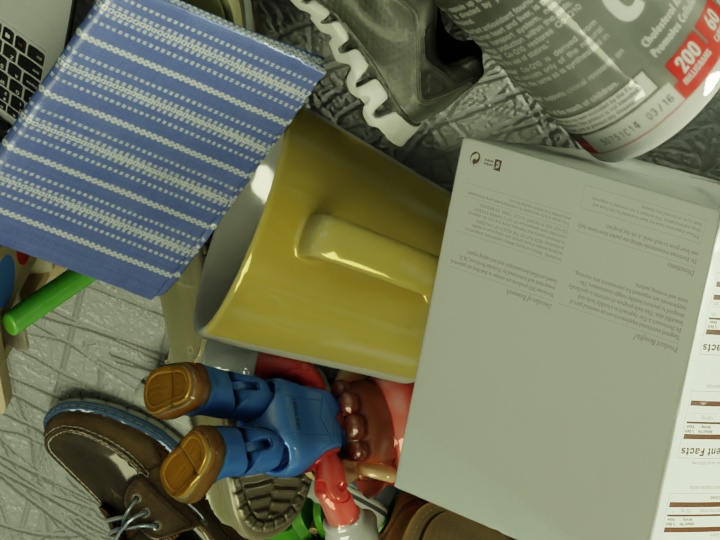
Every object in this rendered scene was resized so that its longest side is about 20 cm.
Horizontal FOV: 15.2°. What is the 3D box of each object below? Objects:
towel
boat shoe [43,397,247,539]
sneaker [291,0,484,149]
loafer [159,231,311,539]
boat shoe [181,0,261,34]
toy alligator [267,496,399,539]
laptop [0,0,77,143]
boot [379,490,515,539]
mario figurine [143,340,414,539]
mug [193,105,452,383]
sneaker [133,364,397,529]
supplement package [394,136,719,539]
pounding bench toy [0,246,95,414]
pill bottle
[{"bbox_3d":[-0.128,-0.073,1.537,0.144,0.024,0.200,20,125,-29],"label":"towel"},{"bbox_3d":[-0.138,0.163,1.853,0.199,0.073,0.072,34,133,-13],"label":"boat shoe"},{"bbox_3d":[0.003,-0.168,1.505,0.090,0.067,0.201,-26,112,20],"label":"sneaker"},{"bbox_3d":[-0.081,0.071,1.701,0.075,0.202,0.068,-2,170,-37],"label":"loafer"},{"bbox_3d":[-0.086,-0.118,1.577,0.074,0.069,0.201,16,139,5],"label":"boat shoe"},{"bbox_3d":[0.021,0.174,1.814,0.198,0.059,0.055,4,133,17],"label":"toy alligator"},{"bbox_3d":[-0.281,-0.115,1.578,0.187,0.116,0.201,35,137,17],"label":"laptop"},{"bbox_3d":[0.032,0.194,1.676,0.076,0.201,0.156,26,127,-11],"label":"boot"},{"bbox_3d":[-0.045,0.108,1.632,0.199,0.124,0.106,7,-175,-41],"label":"mario figurine"},{"bbox_3d":[-0.003,0.004,1.592,0.152,0.187,0.150,22,118,-12],"label":"mug"},{"bbox_3d":[-0.053,0.096,1.764,0.199,0.080,0.078,24,173,26],"label":"sneaker"},{"bbox_3d":[0.149,0.048,1.467,0.191,0.146,0.202,19,101,45],"label":"supplement package"},{"bbox_3d":[-0.230,0.002,1.679,0.198,0.157,0.125,8,133,13],"label":"pounding bench toy"},{"bbox_3d":[0.100,-0.162,1.435,0.200,0.114,0.114,42,131,-20],"label":"pill bottle"}]
